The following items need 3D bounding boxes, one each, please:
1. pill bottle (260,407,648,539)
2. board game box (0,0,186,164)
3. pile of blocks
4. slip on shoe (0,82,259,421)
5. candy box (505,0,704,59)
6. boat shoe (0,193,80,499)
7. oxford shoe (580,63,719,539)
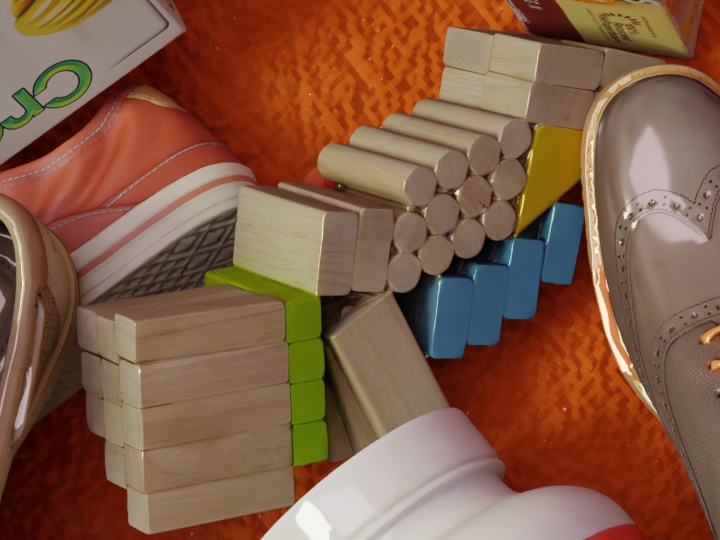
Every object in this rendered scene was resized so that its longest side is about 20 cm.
[{"bbox_3d":[0.057,0.136,0.786,0.112,0.112,0.200,-39,74,4],"label":"pill bottle"},{"bbox_3d":[-0.158,-0.048,0.811,0.199,0.126,0.035,-35,56,5],"label":"board game box"},{"bbox_3d":[0.000,0.000,0.845,0.200,0.062,0.082,-35,117,-22],"label":"pile of blocks"},{"bbox_3d":[-0.121,0.016,0.874,0.199,0.074,0.061,-34,69,0],"label":"slip on shoe"},{"bbox_3d":[0.080,-0.170,0.832,0.055,0.115,0.201,10,83,14],"label":"candy box"},{"bbox_3d":[-0.131,0.073,0.795,0.072,0.065,0.201,23,83,3],"label":"boat shoe"},{"bbox_3d":[0.113,0.033,0.804,0.071,0.073,0.201,-22,80,-2],"label":"oxford shoe"}]
